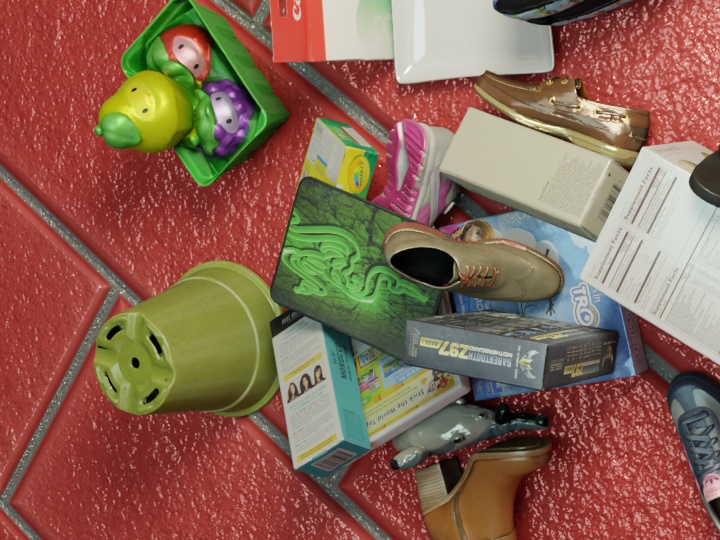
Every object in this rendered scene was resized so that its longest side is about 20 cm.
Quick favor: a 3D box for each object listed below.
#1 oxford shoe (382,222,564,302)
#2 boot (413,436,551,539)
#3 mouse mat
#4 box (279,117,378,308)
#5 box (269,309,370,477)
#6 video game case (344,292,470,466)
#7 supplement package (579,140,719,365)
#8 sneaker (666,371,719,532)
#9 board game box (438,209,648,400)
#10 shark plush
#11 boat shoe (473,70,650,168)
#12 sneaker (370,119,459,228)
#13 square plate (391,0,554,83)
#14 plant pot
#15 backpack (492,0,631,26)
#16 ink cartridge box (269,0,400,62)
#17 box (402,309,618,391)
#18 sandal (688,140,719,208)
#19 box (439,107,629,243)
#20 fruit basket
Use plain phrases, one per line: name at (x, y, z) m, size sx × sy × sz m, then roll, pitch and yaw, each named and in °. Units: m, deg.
oxford shoe at (0.118, 0.005, 1.646) m, size 0.199 × 0.075 × 0.071 m, roll 10°, pitch 111°, yaw 0°
boot at (0.154, 0.277, 1.746) m, size 0.199 × 0.077 × 0.156 m, roll -23°, pitch 83°, yaw 35°
mouse mat at (0.000, 0.000, 1.732) m, size 0.199 × 0.008 × 0.162 m, roll 24°, pitch 113°, yaw 18°
box at (-0.041, -0.064, 1.805) m, size 0.117 × 0.048 × 0.201 m, roll 51°, pitch 126°, yaw 60°
box at (-0.048, 0.131, 1.799) m, size 0.082 × 0.049 × 0.201 m, roll -33°, pitch 51°, yaw 31°
video game case at (0.031, 0.103, 1.785) m, size 0.200 × 0.023 × 0.183 m, roll -34°, pitch 51°, yaw 30°
supplement package at (0.356, -0.015, 1.537) m, size 0.199 × 0.151 × 0.151 m, roll 33°, pitch 112°, yaw 24°
sneaker at (0.371, 0.199, 1.600) m, size 0.070 × 0.082 × 0.201 m, roll -34°, pitch 79°, yaw 31°
board game box at (0.198, 0.030, 1.706) m, size 0.198 × 0.043 × 0.201 m, roll -13°, pitch 90°, yaw 31°
shark plush at (0.118, 0.172, 1.762) m, size 0.199 × 0.083 × 0.091 m, roll -23°, pitch 57°, yaw 25°
boat shoe at (0.217, -0.175, 1.654) m, size 0.199 × 0.072 × 0.068 m, roll 26°, pitch 104°, yaw 20°
sneaker at (0.066, -0.076, 1.746) m, size 0.081 × 0.088 × 0.201 m, roll 48°, pitch 131°, yaw 38°
square plate at (0.123, -0.313, 1.713) m, size 0.197 × 0.028 × 0.201 m, roll 0°, pitch 97°, yaw 31°
plant pot at (-0.221, 0.097, 1.887) m, size 0.199 × 0.190 × 0.202 m, roll 5°, pitch 99°, yaw 32°
backpack at (0.226, -0.331, 1.566) m, size 0.199 × 0.182 × 0.135 m, roll -23°, pitch 76°, yaw 42°
ink cartridge box at (-0.027, -0.310, 1.703) m, size 0.050 × 0.200 × 0.162 m, roll 0°, pitch 97°, yaw 31°
box at (0.157, 0.079, 1.595) m, size 0.157 × 0.200 × 0.051 m, roll 8°, pitch 96°, yaw 29°
sandal at (0.373, -0.111, 1.487) m, size 0.075 × 0.200 × 0.045 m, roll 29°, pitch 122°, yaw 17°
box at (0.186, -0.101, 1.645) m, size 0.199 × 0.068 × 0.083 m, roll 28°, pitch 90°, yaw 40°
fruit basket at (-0.212, -0.206, 1.834) m, size 0.155 × 0.215 × 0.216 m, roll -41°, pitch 75°, yaw 29°
